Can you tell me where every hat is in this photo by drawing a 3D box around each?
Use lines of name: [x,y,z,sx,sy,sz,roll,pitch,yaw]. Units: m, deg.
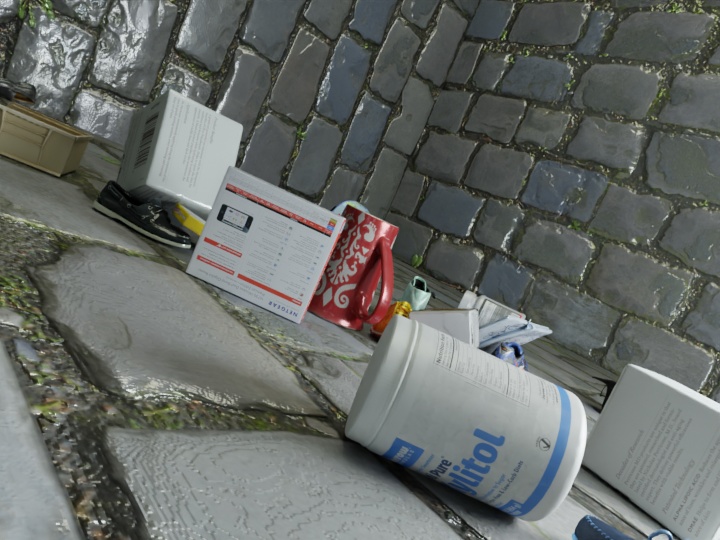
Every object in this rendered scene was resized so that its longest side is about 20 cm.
hat: [0.615,0.320,1.398,0.199,0.081,0.201,30,-1,1]

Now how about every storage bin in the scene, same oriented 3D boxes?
storage bin: [-0.705,-0.288,1.286,0.197,0.094,0.200,23,6,-19]

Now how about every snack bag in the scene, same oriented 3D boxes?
snack bag: [0.297,0.149,1.315,0.199,0.188,0.022,19,52,-47]

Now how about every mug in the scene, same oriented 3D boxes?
mug: [0.001,0.000,1.102,0.176,0.202,0.133,26,5,18]

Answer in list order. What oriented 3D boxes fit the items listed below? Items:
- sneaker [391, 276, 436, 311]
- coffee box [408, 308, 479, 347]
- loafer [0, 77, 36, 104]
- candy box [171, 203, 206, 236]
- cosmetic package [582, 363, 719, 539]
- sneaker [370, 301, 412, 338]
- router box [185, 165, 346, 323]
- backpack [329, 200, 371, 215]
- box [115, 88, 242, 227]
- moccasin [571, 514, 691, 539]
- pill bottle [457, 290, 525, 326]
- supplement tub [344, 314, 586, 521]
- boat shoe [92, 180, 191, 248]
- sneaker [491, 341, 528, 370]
sneaker: [0.117,0.071,1.353,0.073,0.119,0.200,22,5,-6]
coffee box: [0.166,0.114,1.157,0.112,0.081,0.200,-2,-3,15]
loafer: [-1.397,-0.714,2.389,0.199,0.073,0.073,-5,-18,-45]
candy box: [-0.262,-0.054,1.141,0.200,0.027,0.102,38,-4,-33]
cosmetic package: [0.456,0.259,0.833,0.164,0.166,0.200,21,7,-34]
sneaker: [0.064,0.095,1.132,0.072,0.078,0.200,26,7,-1]
router box: [-0.148,-0.041,0.945,0.198,0.181,0.049,25,6,-1]
backpack: [-0.034,-0.044,1.352,0.147,0.200,0.183,48,13,22]
box: [-0.371,-0.215,1.210,0.170,0.201,0.199,20,-18,-38]
moccasin: [0.280,0.267,0.504,0.199,0.069,0.080,29,7,40]
pill bottle: [0.407,0.149,1.890,0.199,0.115,0.114,26,6,15]
supplement tub: [0.098,0.140,0.578,0.198,0.133,0.132,23,6,-1]
boat shoe: [-0.388,-0.105,1.089,0.198,0.067,0.074,26,5,13]
sneaker: [0.335,0.198,1.317,0.075,0.079,0.200,28,7,26]
